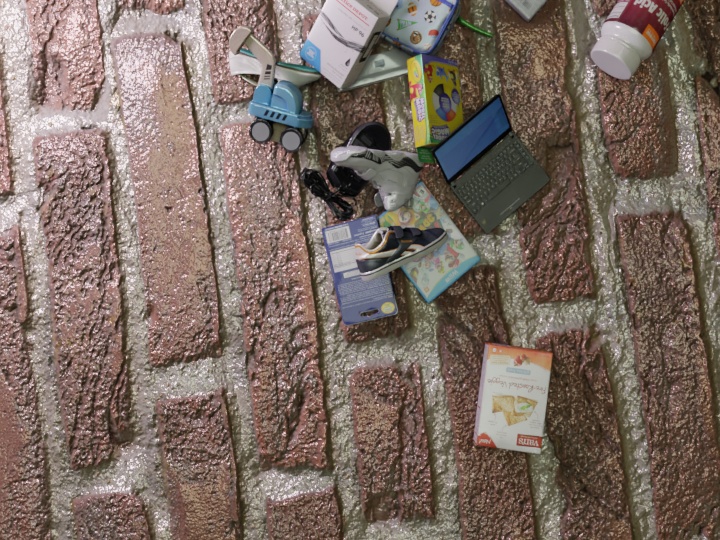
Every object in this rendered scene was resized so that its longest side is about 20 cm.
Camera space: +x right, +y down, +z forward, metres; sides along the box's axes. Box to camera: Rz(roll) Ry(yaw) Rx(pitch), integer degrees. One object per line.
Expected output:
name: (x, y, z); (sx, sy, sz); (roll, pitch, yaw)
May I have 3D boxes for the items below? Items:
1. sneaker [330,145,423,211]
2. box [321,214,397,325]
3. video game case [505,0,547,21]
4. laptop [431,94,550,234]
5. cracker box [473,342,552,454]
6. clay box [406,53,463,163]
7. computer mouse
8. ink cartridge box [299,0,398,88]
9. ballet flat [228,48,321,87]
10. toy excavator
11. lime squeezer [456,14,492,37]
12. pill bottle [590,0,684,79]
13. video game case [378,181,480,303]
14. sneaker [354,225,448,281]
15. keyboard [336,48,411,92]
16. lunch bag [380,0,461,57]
sneaker: (0.031, -0.179, 1.580); (0.195, 0.075, 0.118); (2, 102, -24)
box: (0.000, 0.000, 1.630); (0.118, 0.032, 0.205); (-12, 92, 6)
video game case: (0.333, -0.646, 1.647); (0.200, 0.022, 0.182); (43, 90, 2)
laptop: (0.263, -0.208, 1.602); (0.176, 0.103, 0.201); (-39, 89, 1)
cracker box: (0.306, 0.256, 1.618); (0.130, 0.058, 0.206); (7, 90, 1)
clay box: (0.154, -0.317, 1.599); (0.113, 0.047, 0.206); (-4, 86, -44)
computer mouse: (-0.020, -0.216, 1.625); (0.138, 0.053, 0.201); (42, 89, -20)
ink cartridge box: (-0.023, -0.478, 1.576); (0.115, 0.068, 0.202); (38, 120, 9)
ballet flat: (-0.176, -0.399, 1.636); (0.195, 0.069, 0.071); (16, 90, 5)
toy excavator: (-0.176, -0.357, 1.582); (0.190, 0.100, 0.204); (15, 108, -1)
lime squeezer: (0.188, -0.543, 1.647); (0.070, 0.038, 0.202); (-34, 88, -31)
pill bottle: (0.550, -0.492, 1.595); (0.113, 0.114, 0.202); (33, 90, 1)
video game case: (0.131, -0.057, 1.644); (0.142, 0.018, 0.201); (-38, 89, 0)
sneaker: (0.079, -0.055, 1.578); (0.197, 0.078, 0.081); (-25, 102, -16)
keyboard: (0.041, -0.419, 1.656); (0.195, 0.011, 0.058); (-14, 84, 0)
lunch bag: (0.095, -0.528, 1.604); (0.198, 0.075, 0.163); (32, 99, 11)
